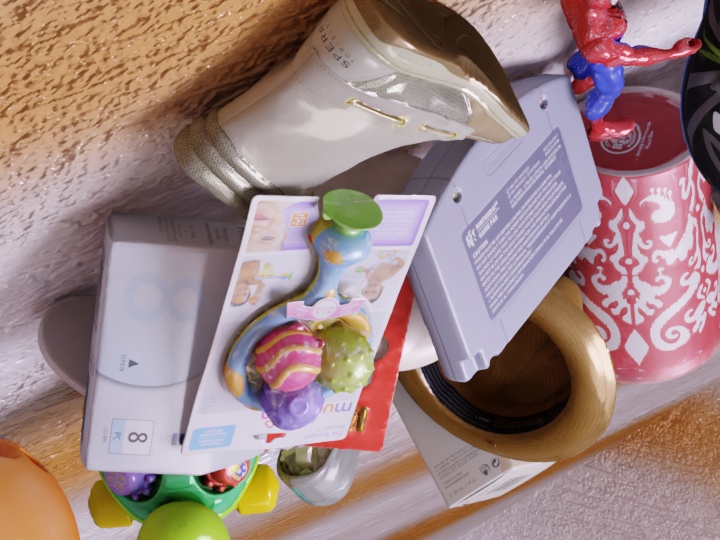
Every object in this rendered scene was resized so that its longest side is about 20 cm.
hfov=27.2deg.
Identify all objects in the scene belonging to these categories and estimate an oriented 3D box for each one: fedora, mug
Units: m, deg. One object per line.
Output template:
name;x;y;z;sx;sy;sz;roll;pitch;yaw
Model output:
fedora;0.114;0.055;1.134;0.082;0.201;0.201;-50;-179;-41
mug;0.204;-0.043;1.150;0.133;0.178;0.200;-16;133;-3

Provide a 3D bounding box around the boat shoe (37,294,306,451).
boat shoe;-0.130;0.080;1.016;0.200;0.075;0.093;24;158;-15

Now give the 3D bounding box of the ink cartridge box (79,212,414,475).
ink cartridge box;-0.066;0.052;0.926;0.200;0.047;0.160;5;115;-12

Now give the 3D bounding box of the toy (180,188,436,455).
toy;-0.028;0.045;0.876;0.115;0.047;0.200;-2;127;-27

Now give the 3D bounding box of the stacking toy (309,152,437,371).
stacking toy;0.000;0.000;1.068;0.146;0.146;0.200;-24;-178;-15

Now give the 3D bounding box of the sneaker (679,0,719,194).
sneaker;0.242;-0.133;0.917;0.071;0.200;0.083;2;-158;0

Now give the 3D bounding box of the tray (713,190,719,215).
tray;0.285;-0.088;1.138;0.022;0.108;0.200;9;-160;3

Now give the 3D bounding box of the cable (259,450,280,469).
cable;-0.090;0.134;1.344;0.200;0.069;0.200;-22;162;-20

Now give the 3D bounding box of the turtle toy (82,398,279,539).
turtle toy;-0.134;0.144;1.103;0.145;0.200;0.101;-6;156;-5

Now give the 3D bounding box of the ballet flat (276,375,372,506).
ballet flat;-0.018;0.085;1.176;0.067;0.200;0.064;-3;152;36

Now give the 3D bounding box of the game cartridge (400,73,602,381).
game cartridge;0.092;-0.039;0.969;0.041;0.133;0.200;6;-143;36

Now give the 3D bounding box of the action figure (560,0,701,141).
action figure;0.177;-0.150;0.948;0.099;0.065;0.200;-21;164;7

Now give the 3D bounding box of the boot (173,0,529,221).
boot;0.000;-0.084;0.856;0.155;0.072;0.200;-36;156;21

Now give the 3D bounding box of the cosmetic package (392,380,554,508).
cosmetic package;0.076;0.093;1.263;0.073;0.200;0.103;-35;163;24

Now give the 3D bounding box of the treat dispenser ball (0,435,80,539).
treat dispenser ball;-0.289;0.204;1.013;0.201;0.201;0.201;-26;163;-9
